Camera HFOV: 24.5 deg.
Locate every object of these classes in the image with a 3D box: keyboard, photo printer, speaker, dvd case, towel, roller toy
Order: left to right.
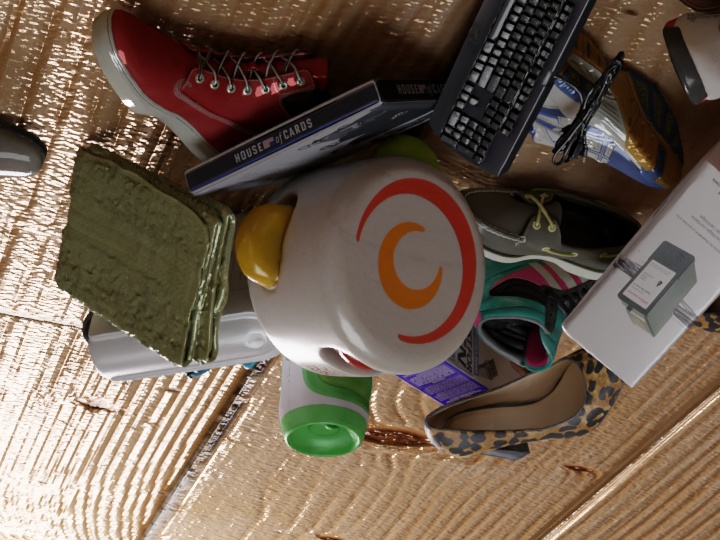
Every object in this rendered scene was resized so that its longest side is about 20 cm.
[{"bbox_3d":[-0.186,-0.014,1.428,0.199,0.150,0.036,25,-160,34],"label":"towel"},{"bbox_3d":[-0.136,0.019,1.517,0.198,0.167,0.070,-10,127,15],"label":"photo printer"},{"bbox_3d":[-0.032,0.069,1.556,0.088,0.201,0.089,0,148,0],"label":"speaker"},{"bbox_3d":[-0.027,-0.111,1.368,0.199,0.025,0.150,-22,175,31],"label":"dvd case"},{"bbox_3d":[0.000,0.000,1.414,0.139,0.200,0.184,-5,113,50],"label":"roller toy"},{"bbox_3d":[0.139,-0.154,1.277,0.126,0.021,0.201,28,127,4],"label":"keyboard"}]

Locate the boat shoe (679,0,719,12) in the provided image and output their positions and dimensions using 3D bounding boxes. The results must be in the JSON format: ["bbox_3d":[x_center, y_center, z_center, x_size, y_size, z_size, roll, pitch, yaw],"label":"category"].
[{"bbox_3d":[0.222,-0.238,1.183,0.075,0.072,0.200,-16,147,25],"label":"boat shoe"}]

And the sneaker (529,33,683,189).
[{"bbox_3d":[0.187,-0.129,1.373,0.088,0.076,0.200,-20,134,43],"label":"sneaker"}]

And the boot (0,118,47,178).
[{"bbox_3d":[-0.373,-0.068,1.411,0.198,0.132,0.068,7,148,-10],"label":"boot"}]

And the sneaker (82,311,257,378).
[{"bbox_3d":[-0.189,0.064,1.663,0.198,0.083,0.073,-7,149,15],"label":"sneaker"}]

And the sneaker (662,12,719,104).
[{"bbox_3d":[0.296,-0.173,1.230,0.107,0.068,0.201,-21,177,25],"label":"sneaker"}]

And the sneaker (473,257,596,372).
[{"bbox_3d":[0.190,0.037,1.576,0.198,0.122,0.084,2,147,-3],"label":"sneaker"}]

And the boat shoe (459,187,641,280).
[{"bbox_3d":[0.166,-0.043,1.500,0.200,0.073,0.060,13,146,-30],"label":"boat shoe"}]

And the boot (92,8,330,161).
[{"bbox_3d":[-0.109,-0.164,1.317,0.143,0.073,0.200,-16,152,24],"label":"boot"}]

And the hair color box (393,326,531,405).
[{"bbox_3d":[0.102,0.078,1.653,0.064,0.110,0.200,-22,142,31],"label":"hair color box"}]

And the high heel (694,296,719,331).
[{"bbox_3d":[0.376,0.007,1.553,0.141,0.072,0.200,-5,157,-3],"label":"high heel"}]

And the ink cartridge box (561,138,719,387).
[{"bbox_3d":[0.276,-0.016,1.406,0.084,0.145,0.200,41,120,6],"label":"ink cartridge box"}]

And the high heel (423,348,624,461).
[{"bbox_3d":[0.160,0.119,1.573,0.142,0.072,0.200,15,134,-42],"label":"high heel"}]
